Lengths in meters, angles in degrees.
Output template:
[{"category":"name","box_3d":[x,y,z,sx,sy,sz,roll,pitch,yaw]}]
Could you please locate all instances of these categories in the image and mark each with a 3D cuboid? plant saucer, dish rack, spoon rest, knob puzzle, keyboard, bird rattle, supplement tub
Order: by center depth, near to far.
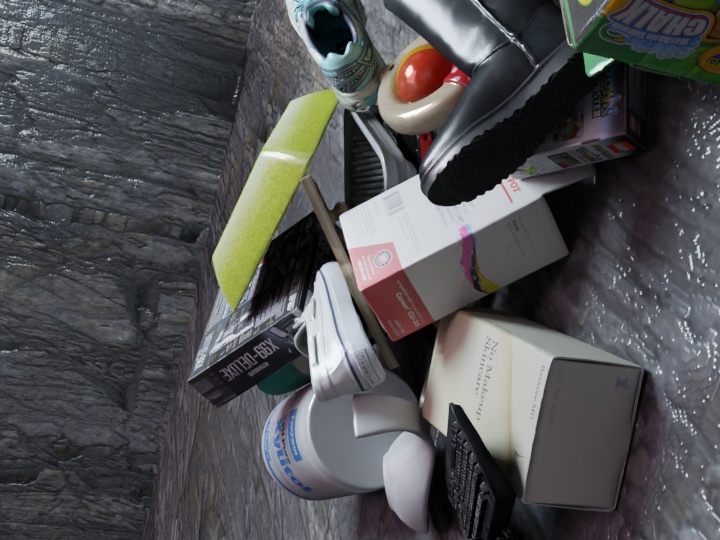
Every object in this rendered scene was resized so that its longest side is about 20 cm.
[{"category":"keyboard","box_3d":[0.079,0.176,0.679,0.104,0.040,0.200,57,170,27]},{"category":"spoon rest","box_3d":[0.044,0.171,0.838,0.200,0.061,0.099,66,-164,-53]},{"category":"bird rattle","box_3d":[0.090,-0.185,0.861,0.163,0.113,0.200,-36,46,22]},{"category":"knob puzzle","box_3d":[0.000,0.000,0.894,0.220,0.030,0.220,156,90,-90]},{"category":"plant saucer","box_3d":[-0.093,-0.087,0.973,0.200,0.048,0.200,-59,8,31]},{"category":"dish rack","box_3d":[0.021,-0.063,0.980,0.172,0.044,0.200,-116,21,-56]},{"category":"supplement tub","box_3d":[-0.025,0.181,1.013,0.200,0.132,0.132,137,140,-65]}]

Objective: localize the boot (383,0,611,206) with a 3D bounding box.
[{"category":"boot","box_3d":[0.068,-0.165,0.700,0.165,0.066,0.200,-41,56,9]}]

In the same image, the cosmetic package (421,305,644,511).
[{"category":"cosmetic package","box_3d":[0.119,0.094,0.695,0.200,0.073,0.104,-156,75,-74]}]

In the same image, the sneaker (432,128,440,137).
[{"category":"sneaker","box_3d":[0.089,-0.154,0.967,0.200,0.075,0.087,-115,18,-61]}]

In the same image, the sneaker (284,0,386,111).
[{"category":"sneaker","box_3d":[-0.032,-0.263,0.961,0.200,0.078,0.086,61,-172,32]}]

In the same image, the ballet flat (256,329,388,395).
[{"category":"ballet flat","box_3d":[-0.025,0.071,1.015,0.070,0.200,0.067,-4,114,62]}]

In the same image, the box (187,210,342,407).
[{"category":"box","box_3d":[-0.098,0.036,1.006,0.158,0.050,0.200,-34,25,24]}]

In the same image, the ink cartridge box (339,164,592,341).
[{"category":"ink cartridge box","box_3d":[0.091,-0.039,0.763,0.068,0.200,0.117,57,-169,-35]}]

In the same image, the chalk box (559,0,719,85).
[{"category":"chalk box","box_3d":[0.193,-0.193,0.532,0.200,0.124,0.125,125,149,-56]}]

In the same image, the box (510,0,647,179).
[{"category":"box","box_3d":[0.158,-0.176,0.698,0.110,0.035,0.200,-8,70,41]}]

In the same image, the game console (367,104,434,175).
[{"category":"game console","box_3d":[0.050,-0.084,1.002,0.200,0.031,0.177,-135,39,-69]}]

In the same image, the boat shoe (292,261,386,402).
[{"category":"boat shoe","box_3d":[-0.031,0.050,0.842,0.200,0.067,0.074,-114,-1,-69]}]

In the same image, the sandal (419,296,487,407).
[{"category":"sandal","box_3d":[0.076,0.051,0.885,0.082,0.055,0.200,-144,65,-71]}]
